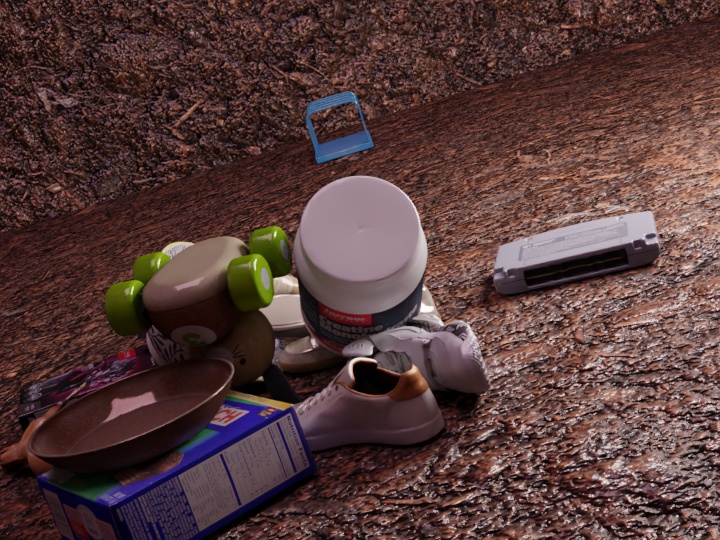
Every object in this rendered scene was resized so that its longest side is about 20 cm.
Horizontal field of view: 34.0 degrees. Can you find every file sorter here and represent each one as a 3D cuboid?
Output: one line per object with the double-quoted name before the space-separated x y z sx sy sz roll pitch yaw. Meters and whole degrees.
"file sorter" -0.055 -0.346 2.810 0.139 0.123 0.200 -16 14 2

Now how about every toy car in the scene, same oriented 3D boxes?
"toy car" -0.142 0.076 1.230 0.164 0.200 0.158 -12 19 15

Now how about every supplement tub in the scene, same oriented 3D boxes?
"supplement tub" 0.000 0.000 1.274 0.140 0.140 0.200 -19 -24 -8

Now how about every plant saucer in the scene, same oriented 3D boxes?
"plant saucer" -0.207 0.139 1.097 0.200 0.037 0.200 -18 15 5

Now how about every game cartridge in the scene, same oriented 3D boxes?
"game cartridge" 0.266 -0.024 1.455 0.200 0.041 0.133 -13 19 16

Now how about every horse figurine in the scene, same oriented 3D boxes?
"horse figurine" -0.328 0.191 1.302 0.133 0.050 0.200 -37 27 -20

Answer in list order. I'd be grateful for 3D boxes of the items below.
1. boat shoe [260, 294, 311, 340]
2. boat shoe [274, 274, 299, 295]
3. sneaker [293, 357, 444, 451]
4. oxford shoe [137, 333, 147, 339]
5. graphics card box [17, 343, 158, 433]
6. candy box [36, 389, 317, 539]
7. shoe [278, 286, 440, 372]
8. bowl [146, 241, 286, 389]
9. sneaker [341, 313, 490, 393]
"boat shoe" -0.065 0.058 1.450 0.067 0.057 0.200 33 32 26
"boat shoe" -0.148 0.035 1.668 0.064 0.071 0.200 14 -10 -27
"sneaker" -0.016 0.123 1.145 0.200 0.085 0.073 -10 18 32
"oxford shoe" -0.181 0.052 1.506 0.200 0.085 0.073 5 -4 -30
"graphics card box" -0.319 0.149 1.456 0.200 0.051 0.125 -21 15 -9
"candy box" -0.171 0.188 1.097 0.200 0.077 0.169 -26 16 -33
"shoe" -0.006 0.067 1.394 0.200 0.053 0.070 -19 15 -7
"bowl" -0.190 0.073 1.398 0.094 0.201 0.201 -41 6 22
"sneaker" 0.051 0.099 1.183 0.115 0.075 0.200 -21 10 -12
